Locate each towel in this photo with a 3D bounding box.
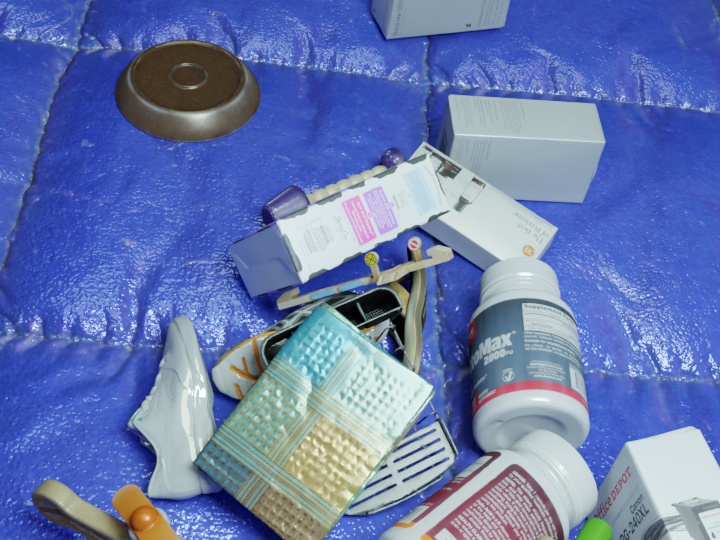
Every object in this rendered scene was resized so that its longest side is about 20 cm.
[{"bbox_3d":[-0.042,0.148,0.937,0.146,0.022,0.201,38,76,6],"label":"towel"}]

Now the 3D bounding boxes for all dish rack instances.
[{"bbox_3d":[0.004,0.135,0.983,0.152,0.055,0.202,-24,76,-11],"label":"dish rack"}]

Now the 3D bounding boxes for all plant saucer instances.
[{"bbox_3d":[-0.234,-0.255,1.341,0.198,0.035,0.202,5,48,-5],"label":"plant saucer"}]

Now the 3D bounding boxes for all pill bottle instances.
[{"bbox_3d":[0.121,0.240,0.914,0.199,0.115,0.114,-30,59,-29],"label":"pill bottle"},{"bbox_3d":[0.174,0.090,1.048,0.118,0.120,0.201,6,48,-3],"label":"pill bottle"}]

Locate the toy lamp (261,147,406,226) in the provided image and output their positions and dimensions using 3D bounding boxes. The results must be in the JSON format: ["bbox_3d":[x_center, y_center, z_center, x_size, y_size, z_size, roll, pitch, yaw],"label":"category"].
[{"bbox_3d":[-0.030,-0.096,1.221,0.199,0.059,0.058,-23,56,-26],"label":"toy lamp"}]

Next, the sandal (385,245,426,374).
[{"bbox_3d":[0.046,0.049,1.097,0.053,0.081,0.202,4,53,5],"label":"sandal"}]

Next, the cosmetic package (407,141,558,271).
[{"bbox_3d":[0.133,-0.067,1.199,0.199,0.051,0.083,34,69,12],"label":"cosmetic package"}]

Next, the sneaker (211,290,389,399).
[{"bbox_3d":[-0.067,0.079,1.060,0.198,0.079,0.077,-21,24,-17],"label":"sneaker"}]

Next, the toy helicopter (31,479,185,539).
[{"bbox_3d":[-0.204,0.235,0.857,0.198,0.133,0.079,24,50,13],"label":"toy helicopter"}]

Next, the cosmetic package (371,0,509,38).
[{"bbox_3d":[0.124,-0.424,1.480,0.198,0.113,0.082,-13,52,-17],"label":"cosmetic package"}]

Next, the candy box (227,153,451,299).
[{"bbox_3d":[-0.026,-0.047,1.092,0.199,0.167,0.072,-27,94,-25],"label":"candy box"}]

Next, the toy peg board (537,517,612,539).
[{"bbox_3d":[0.211,0.322,0.815,0.198,0.201,0.098,32,38,19],"label":"toy peg board"}]

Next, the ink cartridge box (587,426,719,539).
[{"bbox_3d":[0.293,0.268,0.895,0.082,0.146,0.201,-7,51,-13],"label":"ink cartridge box"}]

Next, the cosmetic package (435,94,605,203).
[{"bbox_3d":[0.203,-0.156,1.271,0.197,0.113,0.082,2,49,-8],"label":"cosmetic package"}]

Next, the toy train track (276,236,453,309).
[{"bbox_3d":[0.000,0.000,1.046,0.198,0.033,0.115,-17,4,18],"label":"toy train track"}]

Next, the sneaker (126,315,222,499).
[{"bbox_3d":[-0.193,0.134,0.992,0.087,0.076,0.201,-13,53,-4],"label":"sneaker"}]
